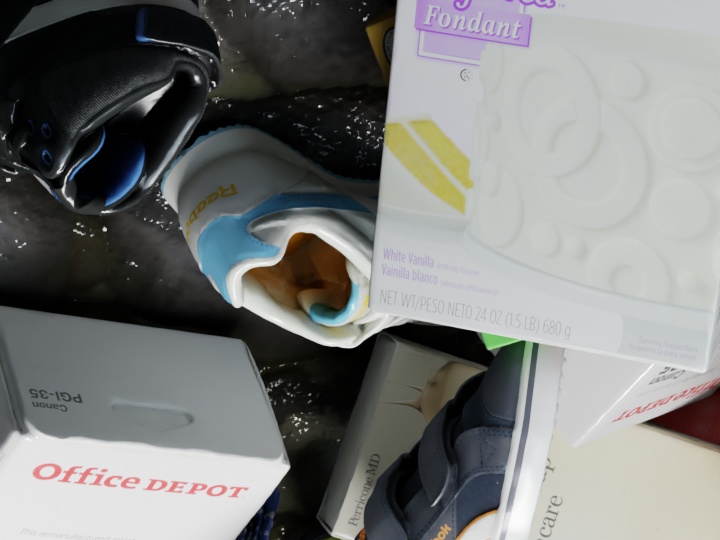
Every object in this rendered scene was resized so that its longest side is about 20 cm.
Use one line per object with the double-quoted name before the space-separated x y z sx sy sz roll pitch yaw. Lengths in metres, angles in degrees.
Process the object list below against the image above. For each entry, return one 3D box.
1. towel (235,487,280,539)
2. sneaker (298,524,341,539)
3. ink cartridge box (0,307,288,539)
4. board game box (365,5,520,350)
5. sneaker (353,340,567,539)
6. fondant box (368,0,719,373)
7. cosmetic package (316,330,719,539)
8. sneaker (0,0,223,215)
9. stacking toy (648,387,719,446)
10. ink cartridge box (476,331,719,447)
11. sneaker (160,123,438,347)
"towel" -0.099 0.209 1.265 0.024 0.200 0.145 29 134 -14
"sneaker" 0.009 0.218 1.305 0.072 0.083 0.200 -24 127 -3
"ink cartridge box" -0.147 0.117 1.210 0.146 0.083 0.200 9 133 -33
"board game box" 0.121 -0.068 1.050 0.200 0.153 0.040 -18 -171 21
"sneaker" 0.040 0.110 1.140 0.079 0.078 0.200 14 116 2
"fondant box" 0.086 -0.071 1.007 0.144 0.058 0.200 10 107 14
"cosmetic package" 0.090 0.110 1.241 0.200 0.073 0.104 18 90 -8
"sneaker" -0.147 -0.053 0.998 0.200 0.112 0.073 -32 140 14
"stacking toy" 0.218 0.072 1.326 0.146 0.146 0.200 7 119 -31
"ink cartridge box" 0.168 -0.019 1.171 0.146 0.083 0.200 -13 149 -54
"sneaker" 0.000 0.000 1.155 0.200 0.081 0.077 14 128 -39
